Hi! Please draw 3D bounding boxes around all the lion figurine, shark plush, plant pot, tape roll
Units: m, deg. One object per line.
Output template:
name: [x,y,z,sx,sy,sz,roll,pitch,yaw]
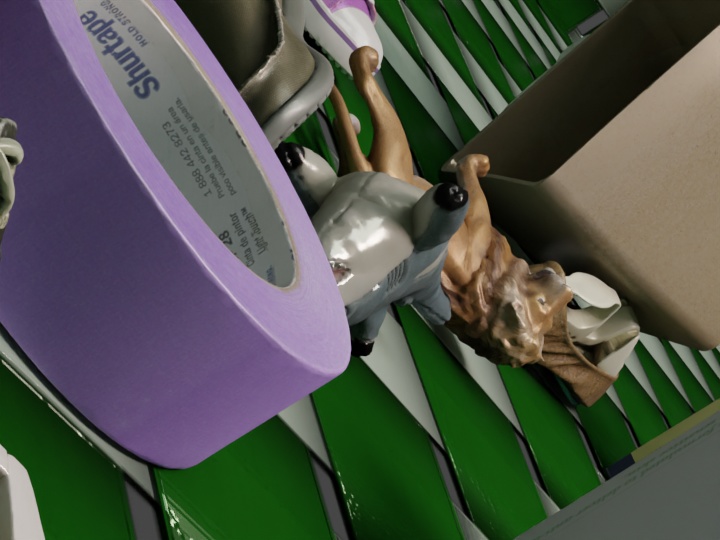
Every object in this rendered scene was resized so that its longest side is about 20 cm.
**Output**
lion figurine: [0.032,-0.031,1.348,0.200,0.072,0.123,33,37,-34]
shark plush: [0.000,0.000,1.127,0.090,0.084,0.200,16,-4,6]
plant pot: [0.207,-0.060,1.640,0.177,0.200,0.200,52,-10,-15]
tape roll: [-0.084,-0.035,0.825,0.200,0.065,0.200,54,11,-16]

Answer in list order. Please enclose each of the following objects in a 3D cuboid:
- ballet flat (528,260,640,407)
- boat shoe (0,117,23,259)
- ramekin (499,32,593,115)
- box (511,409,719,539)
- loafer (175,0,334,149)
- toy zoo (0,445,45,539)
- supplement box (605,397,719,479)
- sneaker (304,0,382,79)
ballet flat: [0.140,0.037,1.580,0.200,0.072,0.068,40,25,-59]
boat shoe: [-0.115,-0.026,0.556,0.071,0.064,0.200,43,18,-52]
ramekin: [0.184,-0.067,1.820,0.200,0.105,0.200,49,-19,23]
box: [0.165,0.175,0.990,0.172,0.199,0.200,55,10,-15]
loafer: [-0.064,-0.101,1.106,0.070,0.075,0.200,41,12,-21]
toy zoo: [-0.118,0.052,0.550,0.200,0.020,0.131,50,13,-34]
supplement box: [0.306,0.171,1.608,0.200,0.199,0.135,46,16,-46]
sneaker: [-0.010,-0.221,1.529,0.201,0.114,0.073,64,11,22]
